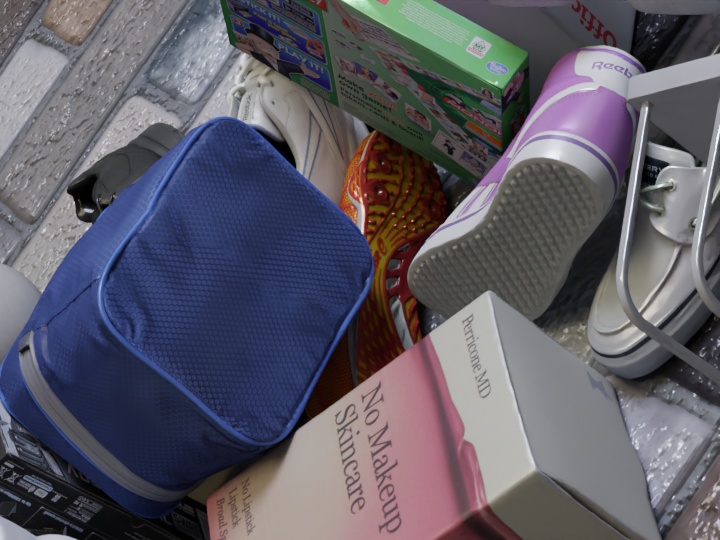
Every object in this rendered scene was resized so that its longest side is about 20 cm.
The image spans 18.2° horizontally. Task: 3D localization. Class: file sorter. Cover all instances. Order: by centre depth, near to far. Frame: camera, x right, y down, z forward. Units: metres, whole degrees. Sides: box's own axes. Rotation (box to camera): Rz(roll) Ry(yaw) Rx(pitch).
[{"bbox_3d":[0.230,-0.023,1.003,0.200,0.139,0.125,-12,56,43],"label":"file sorter"}]

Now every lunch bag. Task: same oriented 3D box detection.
[{"bbox_3d":[-0.096,0.023,1.218,0.132,0.136,0.200,-34,18,43],"label":"lunch bag"}]

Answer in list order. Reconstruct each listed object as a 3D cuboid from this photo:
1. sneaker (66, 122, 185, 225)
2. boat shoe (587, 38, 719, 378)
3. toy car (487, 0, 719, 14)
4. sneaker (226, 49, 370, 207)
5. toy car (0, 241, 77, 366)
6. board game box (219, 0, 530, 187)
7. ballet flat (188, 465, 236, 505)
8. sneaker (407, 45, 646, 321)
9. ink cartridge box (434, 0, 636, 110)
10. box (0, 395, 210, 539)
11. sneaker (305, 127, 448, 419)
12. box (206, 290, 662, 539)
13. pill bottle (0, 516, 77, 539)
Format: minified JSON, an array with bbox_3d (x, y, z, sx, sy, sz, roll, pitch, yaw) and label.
[{"bbox_3d":[-0.121,-0.039,1.443,0.091,0.076,0.200,-27,20,-23],"label":"sneaker"},{"bbox_3d":[0.164,-0.044,1.153,0.073,0.067,0.200,19,76,54],"label":"boat shoe"},{"bbox_3d":[0.142,-0.223,1.153,0.200,0.150,0.176,7,101,32],"label":"toy car"},{"bbox_3d":[-0.042,-0.112,1.370,0.074,0.087,0.201,-27,69,40],"label":"sneaker"},{"bbox_3d":[-0.229,0.048,1.408,0.177,0.200,0.185,24,79,54],"label":"toy car"},{"bbox_3d":[0.005,-0.124,1.262,0.200,0.135,0.029,31,70,17],"label":"board game box"},{"bbox_3d":[-0.098,0.098,1.334,0.200,0.069,0.069,-54,36,0],"label":"ballet flat"},{"bbox_3d":[0.098,-0.046,1.203,0.200,0.073,0.114,-46,16,56],"label":"sneaker"},{"bbox_3d":[0.095,-0.212,1.303,0.083,0.145,0.200,-15,51,40],"label":"ink cartridge box"},{"bbox_3d":[-0.179,0.171,1.251,0.158,0.200,0.050,-43,42,17],"label":"box"},{"bbox_3d":[0.000,0.000,1.301,0.077,0.073,0.200,-28,40,45],"label":"sneaker"},{"bbox_3d":[0.033,0.129,1.122,0.200,0.109,0.128,-38,38,22],"label":"box"},{"bbox_3d":[-0.145,0.208,1.181,0.113,0.200,0.114,-29,42,31],"label":"pill bottle"}]
